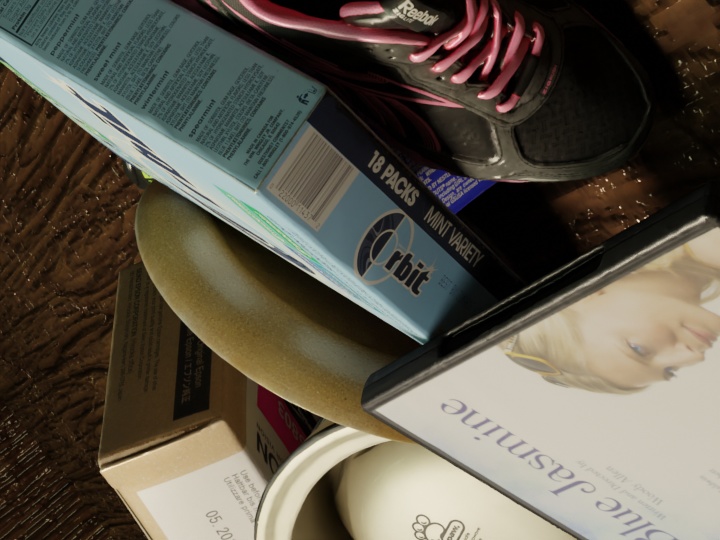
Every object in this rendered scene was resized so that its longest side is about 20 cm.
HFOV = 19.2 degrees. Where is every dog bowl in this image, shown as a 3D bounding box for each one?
[{"bbox_3d":[0.054,0.124,1.025,0.200,0.074,0.200,8,127,11],"label":"dog bowl"}]

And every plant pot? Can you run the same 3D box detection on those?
[{"bbox_3d":[0.000,0.000,0.925,0.200,0.200,0.028,43,122,26],"label":"plant pot"}]

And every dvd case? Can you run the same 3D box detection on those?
[{"bbox_3d":[0.109,0.046,0.738,0.143,0.018,0.200,31,145,-20],"label":"dvd case"}]

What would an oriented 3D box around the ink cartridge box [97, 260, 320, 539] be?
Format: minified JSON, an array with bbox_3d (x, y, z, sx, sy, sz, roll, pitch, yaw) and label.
[{"bbox_3d":[-0.059,0.106,1.139,0.165,0.075,0.200,-95,-20,-53],"label":"ink cartridge box"}]

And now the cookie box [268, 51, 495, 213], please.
[{"bbox_3d":[-0.034,-0.128,0.859,0.171,0.075,0.200,33,156,44],"label":"cookie box"}]

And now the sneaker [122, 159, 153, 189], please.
[{"bbox_3d":[-0.078,-0.063,1.109,0.200,0.083,0.071,34,157,44],"label":"sneaker"}]

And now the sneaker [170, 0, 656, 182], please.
[{"bbox_3d":[0.018,-0.081,0.707,0.200,0.079,0.095,23,-179,-18],"label":"sneaker"}]

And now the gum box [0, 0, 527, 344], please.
[{"bbox_3d":[-0.054,-0.051,0.785,0.200,0.045,0.170,32,175,35],"label":"gum box"}]
